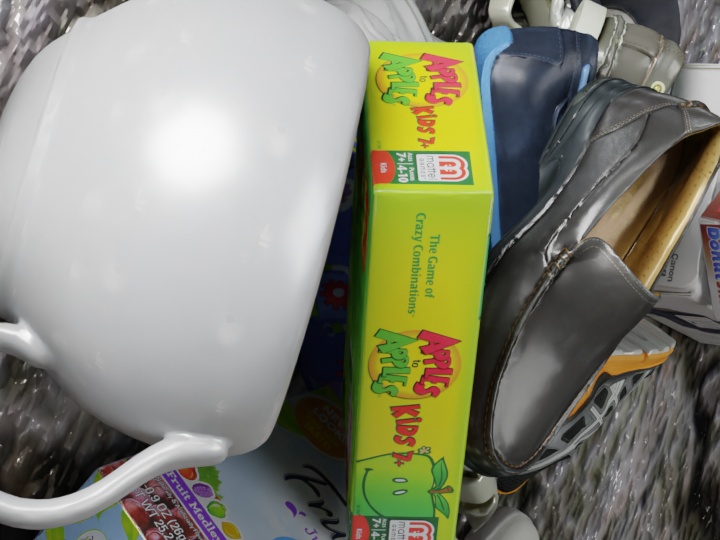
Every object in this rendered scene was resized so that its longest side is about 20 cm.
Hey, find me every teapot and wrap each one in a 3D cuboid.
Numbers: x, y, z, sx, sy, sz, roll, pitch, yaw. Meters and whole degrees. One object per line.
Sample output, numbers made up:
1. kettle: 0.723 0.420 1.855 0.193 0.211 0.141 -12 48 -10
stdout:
1. teapot: -0.086 -0.025 0.798 0.200 0.145 0.198 -90 -165 -69

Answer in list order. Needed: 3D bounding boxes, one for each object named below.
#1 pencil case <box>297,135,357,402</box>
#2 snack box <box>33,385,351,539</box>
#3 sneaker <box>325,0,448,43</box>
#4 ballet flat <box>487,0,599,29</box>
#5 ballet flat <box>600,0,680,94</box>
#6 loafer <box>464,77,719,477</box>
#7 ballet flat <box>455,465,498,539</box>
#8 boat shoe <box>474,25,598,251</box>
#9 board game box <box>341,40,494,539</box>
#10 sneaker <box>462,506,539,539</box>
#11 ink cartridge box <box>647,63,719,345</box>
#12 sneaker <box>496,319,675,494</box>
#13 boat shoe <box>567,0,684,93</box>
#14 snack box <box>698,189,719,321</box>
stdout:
1. pencil case: 0.000 0.000 0.973 0.078 0.086 0.201 -76 157 -48
2. snack box: -0.021 0.161 0.894 0.168 0.068 0.200 -15 65 -54
3. sneaker: 0.030 -0.066 1.025 0.100 0.078 0.201 -58 141 -40
4. ballet flat: 0.083 -0.167 1.077 0.073 0.073 0.200 -59 142 -32
5. ballet flat: 0.138 -0.089 1.190 0.073 0.073 0.201 21 81 -56
6. loafer: 0.103 0.004 0.941 0.073 0.072 0.201 31 78 -40
7. ballet flat: 0.031 0.126 1.067 0.200 0.068 0.068 -61 141 -29
8. boat shoe: 0.096 -0.024 1.023 0.084 0.068 0.201 -97 180 -52
9. board game box: 0.021 0.015 0.867 0.102 0.047 0.201 -94 -174 -50
10. sneaker: 0.077 0.228 1.144 0.073 0.084 0.201 50 54 -46
11. ink cartridge box: 0.228 -0.037 1.320 0.200 0.084 0.145 23 77 -56
12. sneaker: 0.116 0.066 1.193 0.200 0.078 0.078 -22 136 -54
13. boat shoe: 0.113 -0.053 1.092 0.202 0.060 0.072 108 2 -46
14. snack box: 0.261 -0.052 1.266 0.200 0.024 0.072 -47 133 -42
